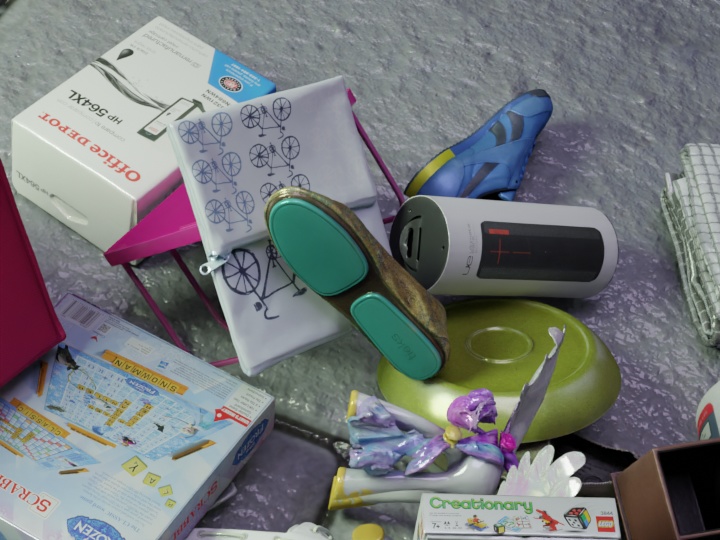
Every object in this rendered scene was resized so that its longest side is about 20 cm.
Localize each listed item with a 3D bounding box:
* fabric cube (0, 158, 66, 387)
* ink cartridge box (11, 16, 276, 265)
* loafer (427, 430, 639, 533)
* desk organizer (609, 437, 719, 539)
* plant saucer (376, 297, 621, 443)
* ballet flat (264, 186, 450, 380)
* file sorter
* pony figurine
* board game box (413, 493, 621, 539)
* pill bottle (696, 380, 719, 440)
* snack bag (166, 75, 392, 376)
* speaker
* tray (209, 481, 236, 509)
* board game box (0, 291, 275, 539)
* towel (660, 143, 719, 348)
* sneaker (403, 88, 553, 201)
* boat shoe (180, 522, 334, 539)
[{"bbox_3d":[-0.367,0.007,1.107,0.198,0.198,0.199,12,38,38],"label":"fabric cube"},{"bbox_3d":[-0.190,-0.119,1.372,0.145,0.085,0.200,31,49,17],"label":"ink cartridge box"},{"bbox_3d":[0.135,0.139,1.211,0.198,0.070,0.076,16,47,4],"label":"loafer"},{"bbox_3d":[0.248,0.227,1.107,0.071,0.077,0.202,-6,69,-16],"label":"desk organizer"},{"bbox_3d":[0.112,0.071,1.248,0.197,0.031,0.201,0,28,0],"label":"plant saucer"},{"bbox_3d":[0.000,0.000,1.170,0.200,0.070,0.071,47,42,-24],"label":"ballet flat"},{"bbox_3d":[-0.076,-0.031,1.263,0.200,0.138,0.126,-46,111,-37],"label":"file sorter"},{"bbox_3d":[0.082,0.147,1.110,0.197,0.194,0.168,11,43,0],"label":"pony figurine"},{"bbox_3d":[0.092,0.219,1.036,0.124,0.201,0.035,2,48,-4],"label":"board game box"},{"bbox_3d":[0.329,0.182,1.178,0.118,0.120,0.202,5,48,-7],"label":"pill bottle"},{"bbox_3d":[-0.049,-0.035,1.181,0.187,0.021,0.202,-20,96,-43],"label":"snack bag"},{"bbox_3d":[0.121,-0.018,1.304,0.198,0.082,0.082,3,44,-38],"label":"speaker"},{"bbox_3d":[-0.193,0.129,1.188,0.107,0.022,0.200,-27,58,-31],"label":"tray"},{"bbox_3d":[-0.197,0.127,1.137,0.198,0.041,0.200,25,49,19],"label":"board game box"},{"bbox_3d":[0.368,-0.019,1.396,0.163,0.086,0.202,0,50,-9],"label":"towel"},{"bbox_3d":[0.127,-0.096,1.434,0.078,0.066,0.200,43,54,12],"label":"sneaker"},{"bbox_3d":[-0.041,0.211,1.108,0.197,0.074,0.067,5,48,-6],"label":"boat shoe"}]
